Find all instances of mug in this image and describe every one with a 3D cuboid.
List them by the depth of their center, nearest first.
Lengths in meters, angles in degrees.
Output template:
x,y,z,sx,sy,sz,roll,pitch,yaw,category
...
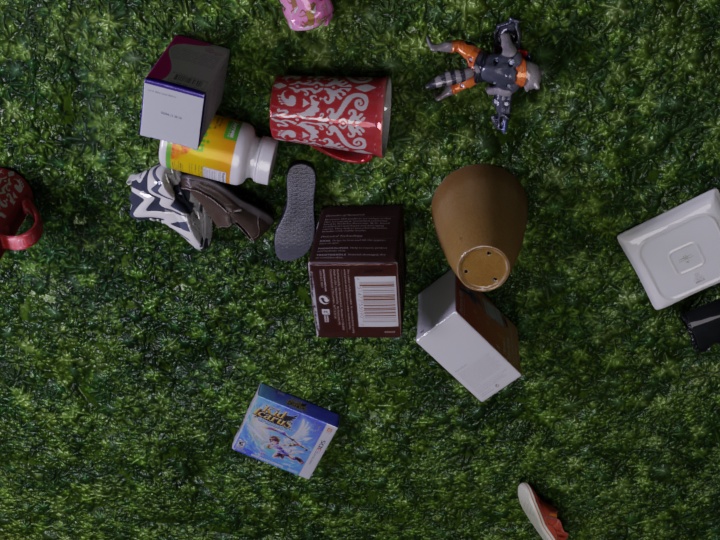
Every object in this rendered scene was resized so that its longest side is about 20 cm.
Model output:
x,y,z,sx,sy,sz,roll,pitch,yaw,category
-0.051,-0.252,1.520,0.195,0.134,0.181,6,122,5,mug
-0.678,-0.084,1.638,0.175,0.202,0.135,25,122,-12,mug

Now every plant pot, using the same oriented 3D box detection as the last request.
x,y,z,sx,sy,sz,roll,pitch,yaw,category
0.217,-0.058,1.577,0.181,0.202,0.190,3,125,4,plant pot

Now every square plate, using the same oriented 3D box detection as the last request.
x,y,z,sx,sy,sz,roll,pitch,yaw,category
0.614,-0.030,1.659,0.197,0.029,0.199,-27,116,21,square plate

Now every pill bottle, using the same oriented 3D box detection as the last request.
x,y,z,sx,sy,sz,roll,pitch,yaw,category
-0.250,-0.218,1.570,0.195,0.112,0.113,14,124,-4,pill bottle

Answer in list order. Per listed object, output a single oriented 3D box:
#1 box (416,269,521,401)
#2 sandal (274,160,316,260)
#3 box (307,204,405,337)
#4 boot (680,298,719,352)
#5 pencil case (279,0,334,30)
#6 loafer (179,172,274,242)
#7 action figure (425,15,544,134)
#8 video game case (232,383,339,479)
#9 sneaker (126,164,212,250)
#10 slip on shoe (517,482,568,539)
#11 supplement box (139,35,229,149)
x,y,z,sx,sy,sz,roll,pitch,yaw,category
0.212,0.124,1.724,0.106,0.154,0.199,-37,114,27,box
-0.118,-0.112,1.675,0.074,0.043,0.204,9,114,-10,sandal
0.000,0.000,1.635,0.160,0.202,0.169,-1,124,6,box
0.688,0.067,1.672,0.160,0.074,0.199,-24,134,18,boot
-0.106,-0.486,1.400,0.082,0.086,0.203,-28,122,-14,pencil case
-0.254,-0.114,1.637,0.197,0.073,0.072,30,87,-22,loafer
0.211,-0.311,1.473,0.188,0.105,0.204,2,122,16,action figure
-0.169,0.366,1.985,0.196,0.046,0.183,23,121,-9,video game case
-0.373,-0.116,1.677,0.127,0.081,0.200,-1,145,27,sneaker
0.426,0.565,2.052,0.061,0.074,0.202,-37,111,-12,slip on shoe
-0.290,-0.301,1.467,0.099,0.202,0.105,14,126,-3,supplement box
